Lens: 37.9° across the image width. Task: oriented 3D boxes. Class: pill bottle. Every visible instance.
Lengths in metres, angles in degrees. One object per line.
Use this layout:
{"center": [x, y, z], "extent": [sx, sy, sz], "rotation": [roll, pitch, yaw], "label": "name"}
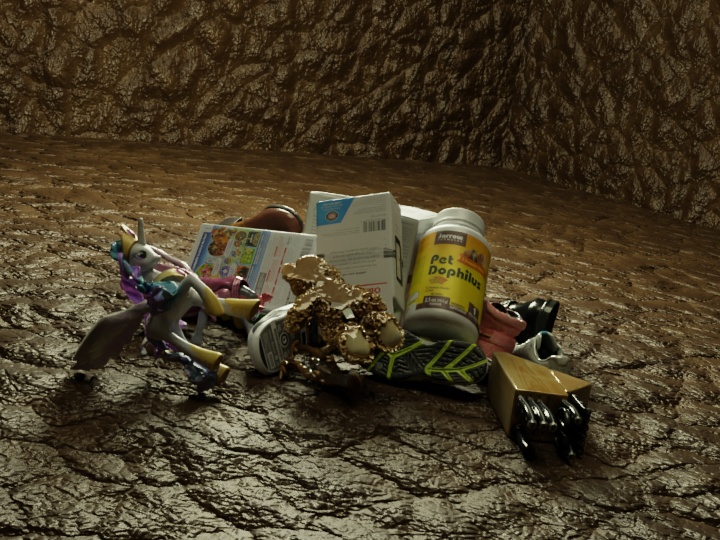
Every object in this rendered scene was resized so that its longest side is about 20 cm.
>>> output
{"center": [0.129, 0.012, 1.510], "extent": [0.108, 0.110, 0.202], "rotation": [10, 57, 5], "label": "pill bottle"}

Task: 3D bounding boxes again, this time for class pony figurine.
{"center": [-0.243, 0.059, 1.289], "extent": [0.199, 0.195, 0.166], "rotation": [32, 22, 14], "label": "pony figurine"}

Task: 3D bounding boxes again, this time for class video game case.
{"center": [-0.165, -0.002, 1.574], "extent": [0.197, 0.018, 0.145], "rotation": [7, 56, 12], "label": "video game case"}

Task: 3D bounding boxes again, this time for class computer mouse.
{"center": [-0.105, 0.083, 1.445], "extent": [0.043, 0.111, 0.200], "rotation": [-5, 13, 30], "label": "computer mouse"}

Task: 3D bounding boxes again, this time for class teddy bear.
{"center": [-0.029, 0.059, 1.382], "extent": [0.199, 0.067, 0.145], "rotation": [28, 45, 26], "label": "teddy bear"}

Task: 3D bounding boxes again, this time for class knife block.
{"center": [0.204, 0.170, 1.315], "extent": [0.199, 0.065, 0.174], "rotation": [19, 16, 38], "label": "knife block"}

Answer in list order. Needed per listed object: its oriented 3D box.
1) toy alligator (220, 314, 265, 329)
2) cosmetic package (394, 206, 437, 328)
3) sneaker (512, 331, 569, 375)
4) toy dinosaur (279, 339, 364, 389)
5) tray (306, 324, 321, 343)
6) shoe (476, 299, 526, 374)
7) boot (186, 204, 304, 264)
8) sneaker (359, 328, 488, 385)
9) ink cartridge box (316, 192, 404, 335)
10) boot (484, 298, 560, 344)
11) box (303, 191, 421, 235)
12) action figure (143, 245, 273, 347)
{"center": [-0.188, 0.047, 1.607], "extent": [0.059, 0.055, 0.199], "rotation": [-2, 17, -40], "label": "toy alligator"}
{"center": [0.057, 0.009, 1.601], "extent": [0.073, 0.203, 0.101], "rotation": [13, 13, 21], "label": "cosmetic package"}
{"center": [0.253, 0.124, 1.500], "extent": [0.074, 0.088, 0.200], "rotation": [2, 13, -18], "label": "sneaker"}
{"center": [-0.052, 0.126, 1.394], "extent": [0.105, 0.061, 0.200], "rotation": [18, 9, -19], "label": "toy dinosaur"}
{"center": [-0.081, 0.039, 1.618], "extent": [0.097, 0.037, 0.201], "rotation": [6, 32, -14], "label": "tray"}
{"center": [0.183, 0.087, 1.553], "extent": [0.071, 0.092, 0.200], "rotation": [23, 6, -18], "label": "shoe"}
{"center": [-0.202, -0.023, 1.640], "extent": [0.186, 0.069, 0.200], "rotation": [0, 34, 30], "label": "boot"}
{"center": [0.080, 0.127, 1.449], "extent": [0.198, 0.076, 0.076], "rotation": [12, -13, 18], "label": "sneaker"}
{"center": [0.000, 0.000, 1.489], "extent": [0.114, 0.203, 0.068], "rotation": [-7, -22, 15], "label": "ink cartridge box"}
{"center": [0.223, 0.075, 1.639], "extent": [0.156, 0.080, 0.211], "rotation": [16, -10, 9], "label": "boot"}
{"center": [0.001, -0.050, 1.868], "extent": [0.197, 0.133, 0.199], "rotation": [9, -4, 3], "label": "box"}
{"center": [-0.216, 0.031, 1.481], "extent": [0.197, 0.151, 0.134], "rotation": [-2, 3, 16], "label": "action figure"}
